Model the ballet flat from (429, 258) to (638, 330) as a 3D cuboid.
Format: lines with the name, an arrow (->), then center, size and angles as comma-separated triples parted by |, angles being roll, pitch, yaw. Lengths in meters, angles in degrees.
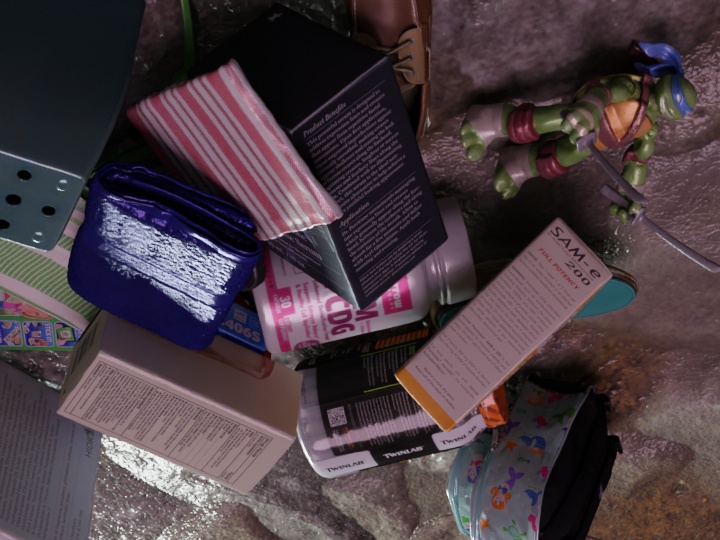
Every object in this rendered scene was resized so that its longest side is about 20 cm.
ballet flat -> 0.162, 0.013, 1.567 | 0.198, 0.071, 0.071 | -10, 136, 3

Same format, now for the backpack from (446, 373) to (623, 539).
backpack -> 0.174, 0.225, 1.693 | 0.149, 0.201, 0.178 | 5, 141, 22

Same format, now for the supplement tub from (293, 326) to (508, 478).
supplement tub -> 0.040, 0.127, 1.638 | 0.198, 0.123, 0.123 | -14, 135, 13

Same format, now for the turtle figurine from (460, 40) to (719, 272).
turtle figurine -> 0.186, -0.089, 1.387 | 0.192, 0.202, 0.143 | -7, 178, 35

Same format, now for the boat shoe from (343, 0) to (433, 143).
boat shoe -> 0.029, -0.176, 1.359 | 0.075, 0.074, 0.201 | -7, 136, 5

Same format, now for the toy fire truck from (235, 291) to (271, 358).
toy fire truck -> -0.164, 0.067, 1.620 | 0.140, 0.049, 0.200 | -19, 133, 19

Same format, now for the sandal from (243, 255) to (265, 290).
sandal -> -0.152, -0.016, 1.489 | 0.199, 0.045, 0.076 | 5, 121, 40

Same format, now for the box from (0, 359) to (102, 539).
box -> -0.391, 0.231, 1.669 | 0.171, 0.201, 0.198 | 35, 126, -30

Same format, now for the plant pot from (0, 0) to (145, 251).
plant pot -> -0.265, -0.126, 1.307 | 0.140, 0.201, 0.142 | 18, 133, -19

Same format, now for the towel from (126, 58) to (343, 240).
towel -> -0.100, -0.091, 1.301 | 0.147, 0.030, 0.199 | 54, 153, -15

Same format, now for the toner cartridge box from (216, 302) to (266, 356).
toner cartridge box -> -0.178, 0.099, 1.586 | 0.094, 0.043, 0.200 | 26, 131, -21

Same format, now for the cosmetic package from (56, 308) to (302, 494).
cosmetic package -> -0.163, 0.112, 1.505 | 0.199, 0.088, 0.103 | 27, 129, -19

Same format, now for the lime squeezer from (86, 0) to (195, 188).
lime squeezer -> -0.165, -0.146, 1.388 | 0.070, 0.038, 0.201 | 26, 112, -10

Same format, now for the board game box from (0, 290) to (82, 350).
board game box -> -0.307, 0.000, 1.559 | 0.133, 0.029, 0.201 | 2, 136, -3

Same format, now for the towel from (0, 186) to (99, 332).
towel -> -0.251, -0.006, 1.479 | 0.152, 0.024, 0.199 | 30, 144, -24

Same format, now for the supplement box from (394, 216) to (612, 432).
supplement box -> 0.129, 0.048, 1.471 | 0.200, 0.126, 0.074 | -44, 85, 5

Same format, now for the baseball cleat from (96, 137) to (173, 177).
baseball cleat -> -0.159, -0.075, 1.459 | 0.198, 0.070, 0.107 | -12, 135, 11

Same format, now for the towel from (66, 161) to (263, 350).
towel -> -0.166, -0.013, 1.377 | 0.147, 0.050, 0.200 | 27, 149, -4

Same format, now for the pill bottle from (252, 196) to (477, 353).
pill bottle -> 0.000, 0.000, 1.504 | 0.198, 0.114, 0.114 | -13, 136, -2

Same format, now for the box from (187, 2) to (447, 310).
box -> -0.032, -0.094, 1.359 | 0.107, 0.148, 0.201 | -38, 133, -19
